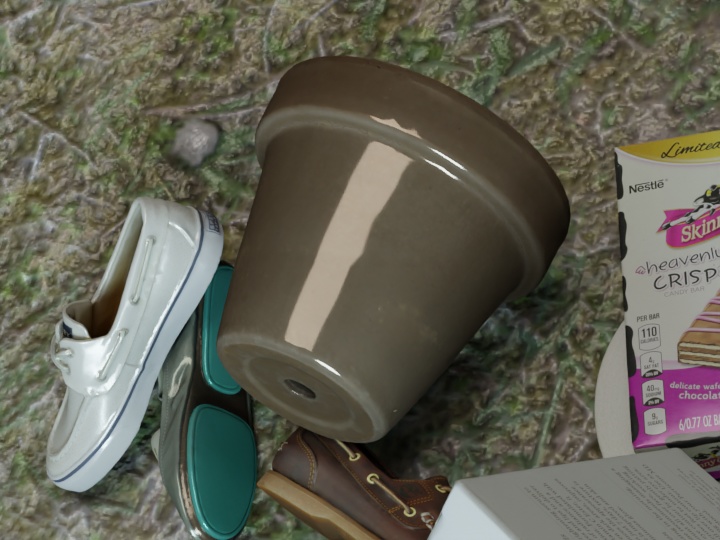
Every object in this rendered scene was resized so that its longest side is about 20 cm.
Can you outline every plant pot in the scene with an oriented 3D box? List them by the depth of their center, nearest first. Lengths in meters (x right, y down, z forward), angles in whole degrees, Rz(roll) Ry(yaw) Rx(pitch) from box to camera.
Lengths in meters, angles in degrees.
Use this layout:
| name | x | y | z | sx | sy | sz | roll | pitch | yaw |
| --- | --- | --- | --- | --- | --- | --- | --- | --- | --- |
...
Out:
| name | x | y | z | sx | sy | sz | roll | pitch | yaw |
| --- | --- | --- | --- | --- | --- | --- | --- | --- | --- |
| plant pot | 0.000 | 0.000 | 1.451 | 0.199 | 0.200 | 0.175 | 18 | 65 | 27 |

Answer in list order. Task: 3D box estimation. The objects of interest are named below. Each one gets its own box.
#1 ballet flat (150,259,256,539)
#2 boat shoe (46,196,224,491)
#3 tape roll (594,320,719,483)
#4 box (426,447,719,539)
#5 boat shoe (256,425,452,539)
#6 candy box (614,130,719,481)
| name | x | y | z | sx | sy | sz | roll | pitch | yaw |
| --- | --- | --- | --- | --- | --- | --- | --- | --- | --- |
| ballet flat | -0.101 | 0.089 | 1.535 | 0.064 | 0.067 | 0.201 | -25 | 51 | 37 |
| boat shoe | -0.159 | 0.044 | 1.521 | 0.201 | 0.070 | 0.071 | -60 | 32 | 17 |
| tape roll | 0.237 | 0.080 | 1.428 | 0.202 | 0.037 | 0.204 | -8 | 59 | 14 |
| box | 0.113 | 0.191 | 1.283 | 0.106 | 0.199 | 0.153 | 42 | 118 | 32 |
| boat shoe | 0.027 | 0.147 | 1.442 | 0.200 | 0.070 | 0.070 | 33 | 77 | 31 |
| candy box | 0.221 | 0.016 | 1.411 | 0.136 | 0.061 | 0.201 | -9 | 59 | 15 |
